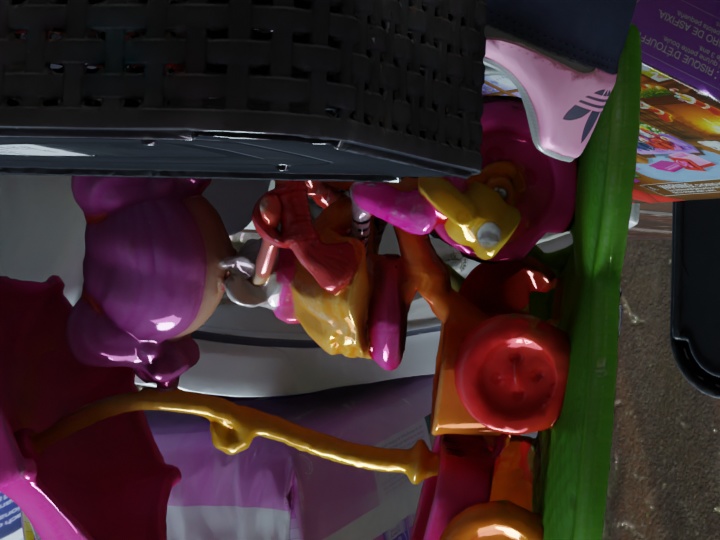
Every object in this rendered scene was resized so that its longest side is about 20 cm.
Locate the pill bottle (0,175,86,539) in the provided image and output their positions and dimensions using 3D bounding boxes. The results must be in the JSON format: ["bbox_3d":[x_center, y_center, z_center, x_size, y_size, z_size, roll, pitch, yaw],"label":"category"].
[{"bbox_3d":[-0.149,0.032,0.966,0.119,0.120,0.200,2,147,-5],"label":"pill bottle"}]

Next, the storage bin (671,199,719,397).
[{"bbox_3d":[0.227,-0.017,1.072,0.199,0.136,0.094,1,179,33],"label":"storage bin"}]

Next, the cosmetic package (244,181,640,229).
[{"bbox_3d":[0.024,-0.058,1.275,0.198,0.082,0.113,3,177,0],"label":"cosmetic package"}]

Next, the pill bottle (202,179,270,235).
[{"bbox_3d":[-0.136,-0.055,1.045,0.199,0.112,0.111,2,178,24],"label":"pill bottle"}]

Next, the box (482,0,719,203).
[{"bbox_3d":[0.072,-0.065,0.907,0.136,0.039,0.200,24,171,-19],"label":"box"}]

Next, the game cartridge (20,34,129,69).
[{"bbox_3d":[-0.115,-0.073,0.863,0.133,0.042,0.200,-2,-163,-40],"label":"game cartridge"}]

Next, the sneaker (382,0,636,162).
[{"bbox_3d":[-0.021,-0.071,0.750,0.199,0.083,0.070,4,179,31],"label":"sneaker"}]

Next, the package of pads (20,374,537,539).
[{"bbox_3d":[-0.016,0.068,0.974,0.120,0.076,0.200,-1,-166,32],"label":"package of pads"}]

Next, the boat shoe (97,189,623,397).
[{"bbox_3d":[0.000,0.000,0.917,0.199,0.066,0.072,-4,-168,-24],"label":"boat shoe"}]

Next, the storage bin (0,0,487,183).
[{"bbox_3d":[-0.078,-0.072,0.658,0.199,0.094,0.135,1,178,20],"label":"storage bin"}]

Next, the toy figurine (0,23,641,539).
[{"bbox_3d":[-0.022,0.020,0.796,0.183,0.201,0.150,6,-160,0],"label":"toy figurine"}]
